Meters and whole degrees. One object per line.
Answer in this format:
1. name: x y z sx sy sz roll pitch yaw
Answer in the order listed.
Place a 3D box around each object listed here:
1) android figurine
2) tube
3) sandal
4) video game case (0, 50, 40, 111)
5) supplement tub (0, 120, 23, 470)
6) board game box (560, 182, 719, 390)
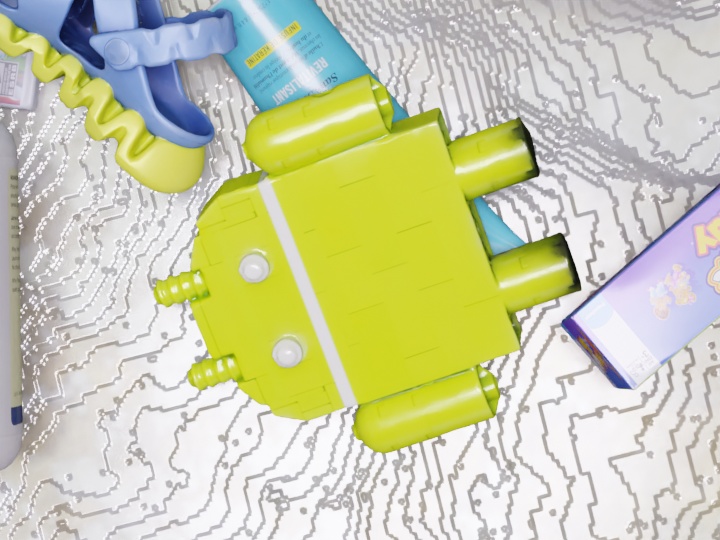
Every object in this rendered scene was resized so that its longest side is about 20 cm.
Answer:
1. android figurine: 0.000 0.000 1.270 0.199 0.041 0.183 -17 105 8
2. tube: -0.001 -0.060 1.295 0.077 0.050 0.200 -37 92 16
3. sandal: -0.135 -0.132 1.258 0.200 0.080 0.087 40 109 -5
4. video game case: -0.252 -0.164 1.317 0.199 0.018 0.144 8 89 2
5. supplement tub: -0.233 -0.003 1.244 0.144 0.145 0.201 -1 91 2
6. board game box: 0.186 -0.025 1.240 0.200 0.134 0.045 -41 87 1
